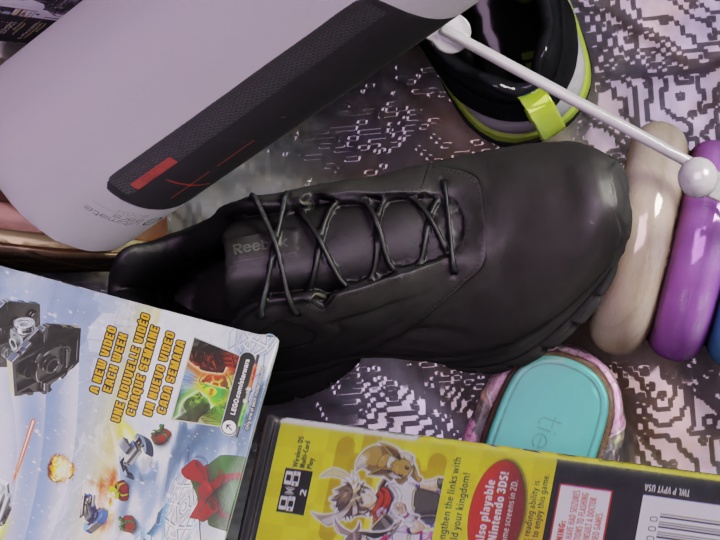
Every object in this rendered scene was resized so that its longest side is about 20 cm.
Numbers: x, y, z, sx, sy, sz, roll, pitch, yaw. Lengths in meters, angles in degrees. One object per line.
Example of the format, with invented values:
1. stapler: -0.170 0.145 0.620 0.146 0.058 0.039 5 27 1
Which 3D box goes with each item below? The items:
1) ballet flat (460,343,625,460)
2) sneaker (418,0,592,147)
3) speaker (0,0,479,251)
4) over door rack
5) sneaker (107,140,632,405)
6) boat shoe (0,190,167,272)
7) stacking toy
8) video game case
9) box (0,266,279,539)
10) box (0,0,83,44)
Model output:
1. ballet flat: 0.042 0.122 1.047 0.069 0.071 0.200 20 77 7
2. sneaker: 0.028 -0.136 1.078 0.072 0.083 0.200 -33 80 3
3. speaker: -0.042 -0.082 0.995 0.200 0.081 0.081 -32 77 38
4. over door rack: 0.122 -0.102 0.982 0.200 0.067 0.148 29 95 9
5. sneaker: 0.000 0.000 1.031 0.200 0.091 0.076 -19 67 28
6. boat shoe: -0.167 -0.040 1.100 0.200 0.072 0.068 10 86 12
7. stacking toy: 0.186 0.007 1.043 0.200 0.085 0.085 12 85 4
8. video game case: 0.035 0.155 0.975 0.181 0.026 0.200 7 72 16
9. box: -0.118 0.102 0.990 0.137 0.040 0.200 16 72 -1
10. box: -0.066 -0.143 1.008 0.200 0.158 0.050 -37 59 45
